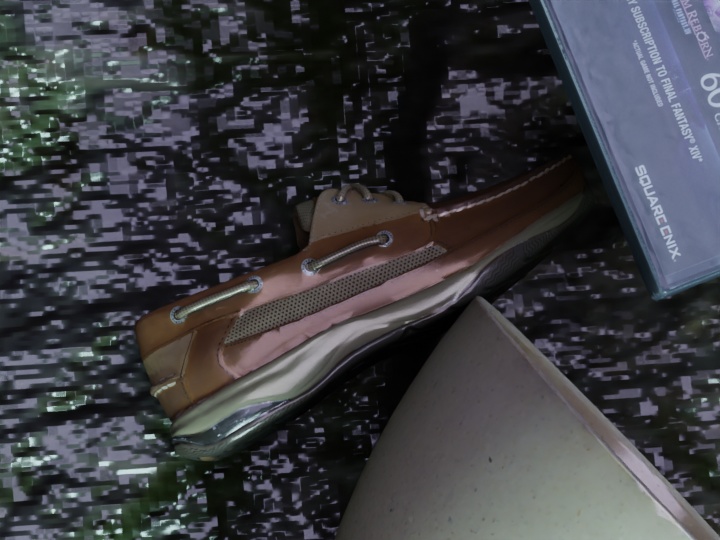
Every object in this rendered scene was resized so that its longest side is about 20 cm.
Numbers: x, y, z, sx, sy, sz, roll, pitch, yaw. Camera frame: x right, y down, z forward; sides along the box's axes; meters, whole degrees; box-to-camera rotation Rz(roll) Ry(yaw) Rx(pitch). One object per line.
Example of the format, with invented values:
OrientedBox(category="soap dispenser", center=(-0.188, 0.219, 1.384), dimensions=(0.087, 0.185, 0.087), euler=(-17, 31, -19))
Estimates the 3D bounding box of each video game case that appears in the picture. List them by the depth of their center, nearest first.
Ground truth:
OrientedBox(category="video game case", center=(0.169, -0.090, 0.836), dimensions=(0.199, 0.019, 0.144), euler=(-21, 83, -10))

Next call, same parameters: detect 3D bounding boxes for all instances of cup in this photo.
OrientedBox(category="cup", center=(0.063, 0.131, 0.864), dimensions=(0.143, 0.200, 0.200), euler=(-44, 89, 4))

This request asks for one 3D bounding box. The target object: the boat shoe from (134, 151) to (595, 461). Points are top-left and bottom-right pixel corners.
OrientedBox(category="boat shoe", center=(0.000, 0.000, 0.923), dimensions=(0.199, 0.076, 0.074), euler=(-30, 83, -14))
